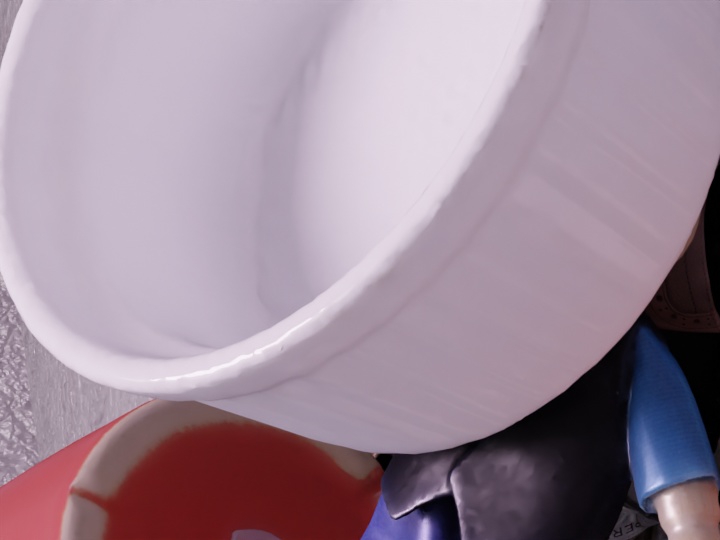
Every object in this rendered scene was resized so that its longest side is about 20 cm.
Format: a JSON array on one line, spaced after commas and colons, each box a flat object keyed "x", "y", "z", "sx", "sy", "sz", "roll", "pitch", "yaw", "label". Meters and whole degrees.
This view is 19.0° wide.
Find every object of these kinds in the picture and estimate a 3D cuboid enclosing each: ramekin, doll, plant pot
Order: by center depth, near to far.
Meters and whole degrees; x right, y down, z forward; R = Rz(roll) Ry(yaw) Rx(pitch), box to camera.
[{"x": 0.001, "y": -0.049, "z": 0.573, "sx": 0.200, "sy": 0.098, "sz": 0.202, "roll": -21, "pitch": 55, "yaw": 34, "label": "ramekin"}, {"x": 0.043, "y": 0.059, "z": 0.585, "sx": 0.136, "sy": 0.048, "sz": 0.201, "roll": 20, "pitch": 84, "yaw": 46, "label": "doll"}, {"x": -0.071, "y": 0.142, "z": 0.786, "sx": 0.177, "sy": 0.199, "sz": 0.202, "roll": -47, "pitch": 47, "yaw": 50, "label": "plant pot"}]

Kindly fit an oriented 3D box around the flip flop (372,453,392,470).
[{"x": 0.039, "y": 0.065, "z": 0.916, "sx": 0.200, "sy": 0.057, "sz": 0.081, "roll": -55, "pitch": -19, "yaw": -20, "label": "flip flop"}]

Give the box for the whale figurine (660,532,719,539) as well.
[{"x": 0.104, "y": 0.129, "z": 0.650, "sx": 0.159, "sy": 0.104, "sz": 0.200, "roll": 52, "pitch": 176, "yaw": -7, "label": "whale figurine"}]

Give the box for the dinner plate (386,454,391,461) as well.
[{"x": 0.025, "y": 0.007, "z": 0.977, "sx": 0.024, "sy": 0.200, "sz": 0.202, "roll": -11, "pitch": 82, "yaw": 36, "label": "dinner plate"}]

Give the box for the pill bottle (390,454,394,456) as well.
[{"x": 0.000, "y": 0.000, "z": 0.790, "sx": 0.114, "sy": 0.199, "sz": 0.114, "roll": -43, "pitch": 32, "yaw": 36, "label": "pill bottle"}]

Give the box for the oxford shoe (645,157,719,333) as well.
[{"x": 0.110, "y": -0.080, "z": 0.624, "sx": 0.072, "sy": 0.071, "sz": 0.201, "roll": 23, "pitch": 105, "yaw": 30, "label": "oxford shoe"}]

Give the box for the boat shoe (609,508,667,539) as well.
[{"x": 0.099, "y": 0.116, "z": 0.902, "sx": 0.065, "sy": 0.074, "sz": 0.203, "roll": -119, "pitch": 25, "yaw": -43, "label": "boat shoe"}]

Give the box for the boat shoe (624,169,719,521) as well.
[{"x": 0.112, "y": -0.019, "z": 0.694, "sx": 0.063, "sy": 0.073, "sz": 0.203, "roll": 3, "pitch": 90, "yaw": 64, "label": "boat shoe"}]
